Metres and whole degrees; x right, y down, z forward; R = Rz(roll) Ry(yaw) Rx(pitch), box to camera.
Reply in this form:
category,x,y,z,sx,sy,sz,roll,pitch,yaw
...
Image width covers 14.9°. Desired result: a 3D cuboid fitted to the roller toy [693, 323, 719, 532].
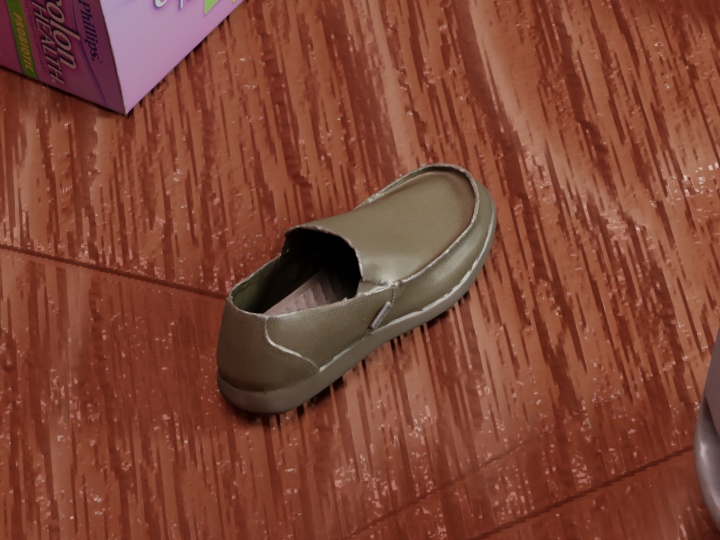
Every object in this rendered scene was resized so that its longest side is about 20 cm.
category,x,y,z,sx,sy,sz,roll,pitch,yaw
roller toy,0.258,0.070,1.329,0.182,0.140,0.200,22,49,14

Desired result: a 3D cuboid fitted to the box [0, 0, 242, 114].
category,x,y,z,sx,sy,sz,roll,pitch,yaw
box,-0.177,-0.213,1.720,0.199,0.097,0.176,21,52,29

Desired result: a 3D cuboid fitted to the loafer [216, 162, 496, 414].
category,x,y,z,sx,sy,sz,roll,pitch,yaw
loafer,0.000,0.000,1.494,0.076,0.068,0.200,27,55,32
